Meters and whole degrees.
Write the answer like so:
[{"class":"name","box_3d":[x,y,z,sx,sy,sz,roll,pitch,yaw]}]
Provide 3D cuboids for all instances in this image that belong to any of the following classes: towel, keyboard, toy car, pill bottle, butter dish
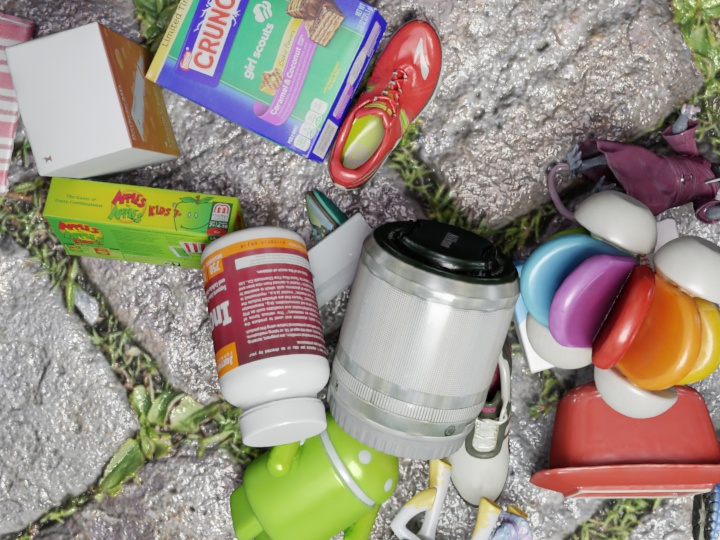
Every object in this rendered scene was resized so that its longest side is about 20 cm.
[{"class":"towel","box_3d":[-0.448,-0.193,1.174,0.145,0.030,0.202,12,97,3]},{"class":"keyboard","box_3d":[-0.055,0.013,1.128,0.199,0.011,0.057,-36,86,30]},{"class":"toy car","box_3d":[0.230,0.033,0.960,0.199,0.149,0.176,36,113,30]},{"class":"pill bottle","box_3d":[-0.093,0.067,1.055,0.112,0.113,0.202,-14,70,4]},{"class":"butter dish","box_3d":[0.276,0.157,1.081,0.198,0.200,0.150,-1,76,4]}]

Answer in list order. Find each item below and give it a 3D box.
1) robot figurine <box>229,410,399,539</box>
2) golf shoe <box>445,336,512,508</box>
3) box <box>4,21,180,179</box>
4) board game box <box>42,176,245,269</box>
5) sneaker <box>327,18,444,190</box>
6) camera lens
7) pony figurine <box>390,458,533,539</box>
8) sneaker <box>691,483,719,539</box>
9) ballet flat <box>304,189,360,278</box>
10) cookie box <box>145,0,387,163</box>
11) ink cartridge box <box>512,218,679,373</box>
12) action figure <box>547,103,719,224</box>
[{"class":"robot figurine","box_3d":[-0.045,0.226,1.126,0.199,0.116,0.176,-34,120,6]},{"class":"golf shoe","box_3d":[0.127,0.163,1.129,0.076,0.088,0.202,0,95,2]},{"class":"box","box_3d":[-0.267,-0.167,1.076,0.096,0.200,0.126,-15,93,5]},{"class":"board game box","box_3d":[-0.226,-0.047,1.126,0.198,0.102,0.048,6,67,3]},{"class":"sneaker","box_3d":[0.029,-0.173,1.114,0.076,0.085,0.201,28,95,1]},{"class":"camera lens","box_3d":[0.061,0.062,1.033,0.158,0.160,0.202,16,110,3]},{"class":"pony figurine","box_3d":[0.092,0.325,1.103,0.192,0.167,0.201,32,95,5]},{"class":"sneaker","box_3d":[0.405,0.332,1.128,0.084,0.077,0.202,4,94,-1]},{"class":"ballet flat","box_3d":[0.000,0.000,1.136,0.200,0.074,0.074,43,95,2]},{"class":"cookie box","box_3d":[-0.099,-0.233,1.110,0.199,0.075,0.172,26,93,10]},{"class":"ink cartridge box","box_3d":[0.260,0.024,1.120,0.198,0.068,0.117,-16,93,4]},{"class":"action figure","box_3d":[0.320,-0.085,1.097,0.198,0.149,0.135,-4,71,-22]}]
